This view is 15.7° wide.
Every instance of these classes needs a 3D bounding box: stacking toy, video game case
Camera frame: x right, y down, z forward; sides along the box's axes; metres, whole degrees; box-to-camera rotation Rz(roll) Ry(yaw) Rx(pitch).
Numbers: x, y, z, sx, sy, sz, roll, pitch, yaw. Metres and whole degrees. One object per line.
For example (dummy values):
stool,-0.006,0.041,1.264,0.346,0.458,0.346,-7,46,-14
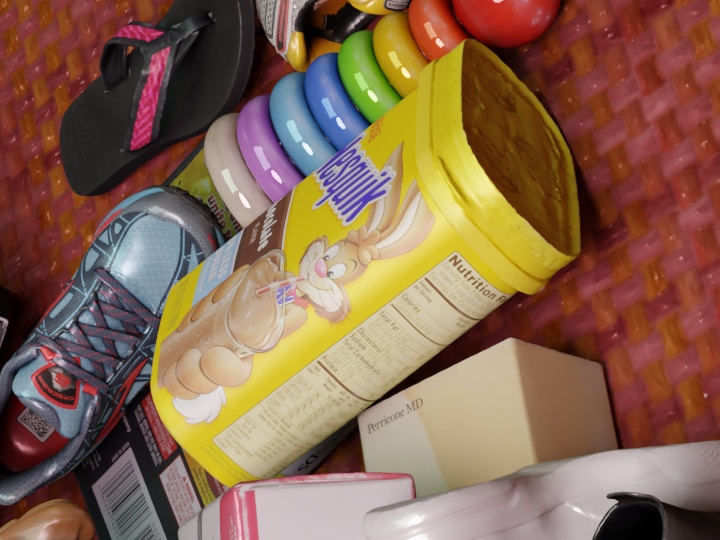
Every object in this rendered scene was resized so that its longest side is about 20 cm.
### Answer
stacking toy,0.019,-0.092,1.298,0.200,0.085,0.086,-36,55,22
video game case,-0.091,0.053,1.385,0.181,0.025,0.201,-45,50,24

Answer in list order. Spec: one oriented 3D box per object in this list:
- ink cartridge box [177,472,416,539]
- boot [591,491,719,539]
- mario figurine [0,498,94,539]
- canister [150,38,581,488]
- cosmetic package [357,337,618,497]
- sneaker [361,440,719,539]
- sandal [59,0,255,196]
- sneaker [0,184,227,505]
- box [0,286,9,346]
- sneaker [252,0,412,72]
ink cartridge box,-0.027,0.173,1.164,0.200,0.084,0.147,141,125,-74
boot,0.127,0.190,1.055,0.077,0.138,0.202,-3,76,43
mario figurine,-0.110,0.205,1.212,0.106,0.123,0.201,-41,46,25
canister,0.000,0.000,1.224,0.200,0.087,0.149,-38,21,20
cosmetic package,0.069,0.144,1.172,0.105,0.071,0.201,-30,59,34
sneaker,0.091,0.123,1.089,0.075,0.199,0.089,-19,83,58
sandal,-0.120,-0.098,1.416,0.200,0.045,0.076,-36,61,45
sneaker,-0.135,0.047,1.334,0.079,0.096,0.201,35,115,-1
box,-0.248,0.105,1.445,0.160,0.044,0.201,-148,79,-80
sneaker,0.021,-0.174,1.323,0.200,0.077,0.083,-43,55,37
